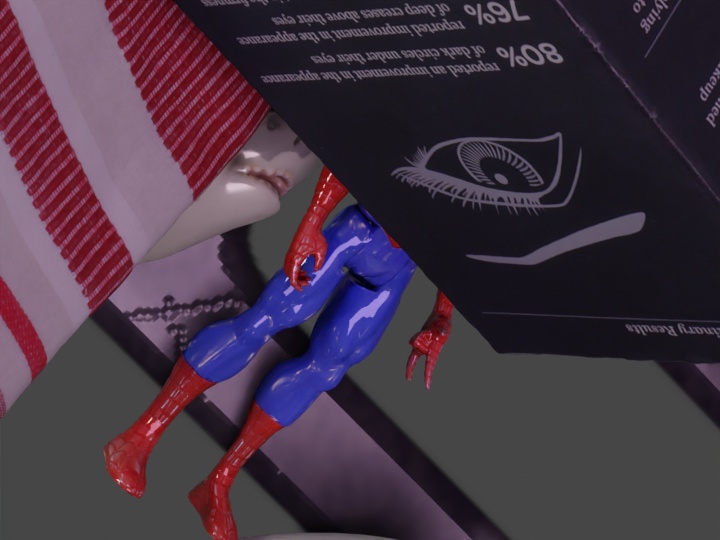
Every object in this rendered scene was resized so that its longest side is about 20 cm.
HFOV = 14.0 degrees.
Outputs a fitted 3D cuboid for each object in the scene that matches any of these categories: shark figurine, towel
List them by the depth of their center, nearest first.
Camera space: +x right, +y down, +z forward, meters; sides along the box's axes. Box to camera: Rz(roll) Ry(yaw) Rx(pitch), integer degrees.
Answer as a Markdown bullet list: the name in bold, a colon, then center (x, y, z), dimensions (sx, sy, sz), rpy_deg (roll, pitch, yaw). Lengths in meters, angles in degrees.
- **towel**: center (-0.086, -0.052, 0.813), dimensions (0.200, 0.023, 0.144), rpy_deg (-51, 138, -32)
- **shark figurine**: center (-0.122, -0.044, 0.907), dimensions (0.128, 0.214, 0.090), rpy_deg (-36, 62, 29)

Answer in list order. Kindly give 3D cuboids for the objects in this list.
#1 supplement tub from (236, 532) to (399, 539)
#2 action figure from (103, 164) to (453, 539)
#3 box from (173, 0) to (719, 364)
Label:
- **supplement tub**: center (-0.024, 0.197, 0.939), dimensions (0.145, 0.145, 0.200), rpy_deg (-7, 101, -5)
- **action figure**: center (0.000, 0.000, 0.941), dimensions (0.065, 0.052, 0.200), rpy_deg (33, 100, -26)
- **box**: center (0.055, -0.072, 0.815), dimensions (0.200, 0.148, 0.104), rpy_deg (47, 62, -31)
